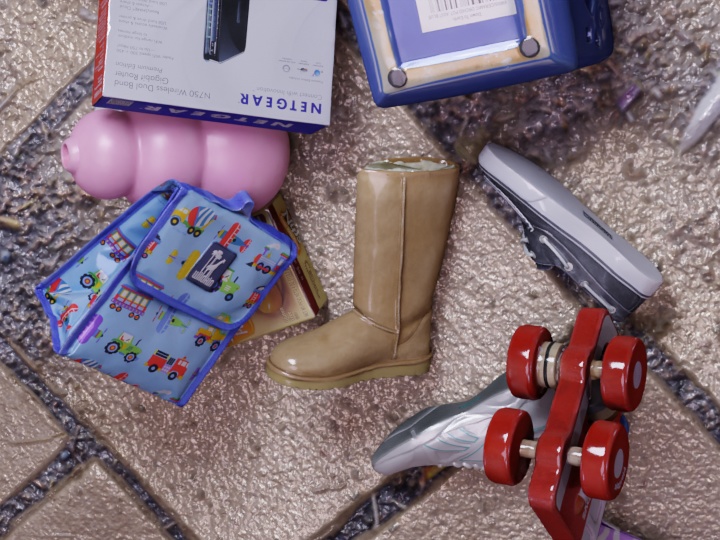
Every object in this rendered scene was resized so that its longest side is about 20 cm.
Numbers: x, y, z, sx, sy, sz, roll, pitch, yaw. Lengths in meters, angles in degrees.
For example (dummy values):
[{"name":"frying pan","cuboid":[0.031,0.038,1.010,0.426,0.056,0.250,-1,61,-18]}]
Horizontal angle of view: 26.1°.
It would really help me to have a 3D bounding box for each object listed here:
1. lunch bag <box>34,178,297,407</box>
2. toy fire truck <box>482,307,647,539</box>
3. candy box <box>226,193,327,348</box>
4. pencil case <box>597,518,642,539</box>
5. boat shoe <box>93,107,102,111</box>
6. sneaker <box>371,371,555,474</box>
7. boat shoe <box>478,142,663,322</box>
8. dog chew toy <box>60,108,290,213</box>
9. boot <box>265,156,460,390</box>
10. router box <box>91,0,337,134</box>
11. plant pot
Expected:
[{"name":"lunch bag","cuboid":[-0.161,0.003,1.373,0.200,0.094,0.150,-46,134,16]},{"name":"toy fire truck","cuboid":[0.194,0.144,1.373,0.112,0.200,0.168,5,150,25]},{"name":"candy box","cuboid":[-0.146,0.016,1.479,0.200,0.055,0.116,-20,103,18]},{"name":"pencil case","cuboid":[0.277,0.289,1.455,0.200,0.084,0.086,21,88,5]},{"name":"boat shoe","cuboid":[-0.177,-0.182,1.417,0.200,0.066,0.072,-35,97,21]},{"name":"sneaker","cuboid":[0.103,0.159,1.458,0.200,0.070,0.080,-25,103,19]},{"name":"boat shoe","cuboid":[0.174,-0.031,1.383,0.200,0.072,0.068,38,111,-8]},{"name":"dog chew toy","cuboid":[-0.166,-0.105,1.374,0.200,0.125,0.125,-3,112,-29]},{"name":"boot","cuboid":[0.000,0.000,1.406,0.175,0.066,0.200,-7,114,-30]},{"name":"router box","cuboid":[-0.120,-0.218,1.318,0.200,0.049,0.180,5,83,-20]},{"name":"plant pot","cuboid":[0.088,-0.240,1.274,0.200,0.180,0.200,-9,104,17]}]
